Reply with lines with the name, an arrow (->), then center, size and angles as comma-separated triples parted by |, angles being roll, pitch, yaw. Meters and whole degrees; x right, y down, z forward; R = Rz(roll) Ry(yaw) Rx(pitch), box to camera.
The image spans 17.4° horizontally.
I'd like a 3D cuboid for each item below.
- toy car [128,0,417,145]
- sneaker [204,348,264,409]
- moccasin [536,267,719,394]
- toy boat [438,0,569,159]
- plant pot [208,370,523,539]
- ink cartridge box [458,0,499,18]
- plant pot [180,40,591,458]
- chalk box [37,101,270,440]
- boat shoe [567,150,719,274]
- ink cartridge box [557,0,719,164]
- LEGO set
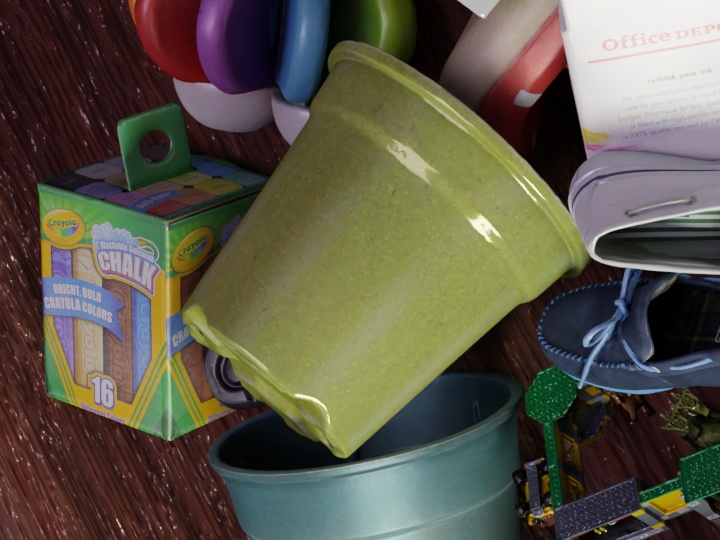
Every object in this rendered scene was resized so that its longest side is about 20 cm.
toy car -> -0.063, -0.164, 1.497 | 0.200, 0.150, 0.176 | 19, 109, 35
sneaker -> -0.007, 0.028, 1.539 | 0.200, 0.079, 0.076 | -27, 72, 17
moccasin -> 0.177, 0.024, 1.312 | 0.200, 0.068, 0.081 | -4, 63, 41
toy boat -> 0.136, -0.132, 1.379 | 0.131, 0.131, 0.200 | 37, 123, -5
plant pot -> 0.021, 0.186, 1.474 | 0.200, 0.200, 0.197 | -2, 104, 39
ink cartridge box -> 0.096, -0.248, 1.311 | 0.084, 0.144, 0.200 | 38, 102, -8
plant pot -> 0.000, 0.000, 1.376 | 0.200, 0.200, 0.184 | 37, 79, 29
chalk box -> -0.132, -0.009, 1.583 | 0.124, 0.124, 0.201 | 17, 116, 36
boat shoe -> 0.213, -0.022, 1.270 | 0.199, 0.067, 0.074 | -2, 131, 1
ink cartridge box -> 0.173, -0.112, 1.281 | 0.117, 0.067, 0.200 | -9, 130, 9
LEGO set -> 0.200, 0.109, 1.379 | 0.200, 0.116, 0.154 | -32, 48, 24
